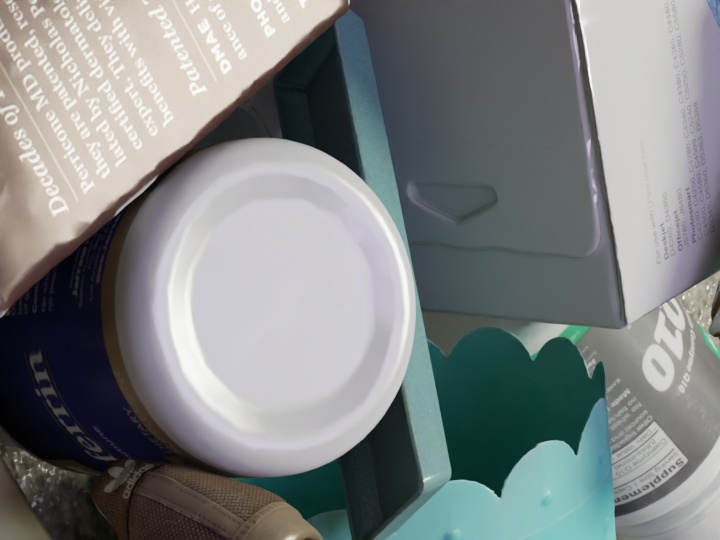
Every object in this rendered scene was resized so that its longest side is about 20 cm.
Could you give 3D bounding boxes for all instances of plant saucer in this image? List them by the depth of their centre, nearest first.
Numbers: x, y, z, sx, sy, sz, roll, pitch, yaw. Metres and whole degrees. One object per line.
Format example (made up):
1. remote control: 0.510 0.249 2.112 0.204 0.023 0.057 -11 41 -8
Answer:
1. plant saucer: 0.000 0.000 0.912 0.019 0.070 0.201 0 64 -22

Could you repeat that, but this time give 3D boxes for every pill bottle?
1. pill bottle: -0.078 0.018 0.897 0.115 0.200 0.116 3 85 -32
2. pill bottle: 0.113 0.053 1.185 0.200 0.113 0.113 47 59 -39

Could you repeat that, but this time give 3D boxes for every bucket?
1. bucket: 0.014 0.120 1.020 0.207 0.207 0.135 -27 113 -44

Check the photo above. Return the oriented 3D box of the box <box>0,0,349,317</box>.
1. box: -0.146 -0.099 0.841 0.200 0.166 0.165 -45 116 -36

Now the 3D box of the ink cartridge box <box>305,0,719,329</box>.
1. ink cartridge box: 0.097 -0.080 1.010 0.200 0.146 0.147 -27 114 -44

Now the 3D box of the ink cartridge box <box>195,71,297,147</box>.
1. ink cartridge box: 0.005 -0.086 1.081 0.200 0.084 0.145 -53 128 -32

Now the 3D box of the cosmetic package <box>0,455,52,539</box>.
1. cosmetic package: -0.144 0.153 0.878 0.103 0.073 0.200 -34 93 -32

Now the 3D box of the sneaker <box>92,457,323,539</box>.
1. sneaker: -0.051 0.127 0.875 0.070 0.075 0.200 -49 158 -29

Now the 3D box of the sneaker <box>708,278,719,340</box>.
1. sneaker: 0.176 -0.015 0.940 0.085 0.073 0.201 -17 108 -49
